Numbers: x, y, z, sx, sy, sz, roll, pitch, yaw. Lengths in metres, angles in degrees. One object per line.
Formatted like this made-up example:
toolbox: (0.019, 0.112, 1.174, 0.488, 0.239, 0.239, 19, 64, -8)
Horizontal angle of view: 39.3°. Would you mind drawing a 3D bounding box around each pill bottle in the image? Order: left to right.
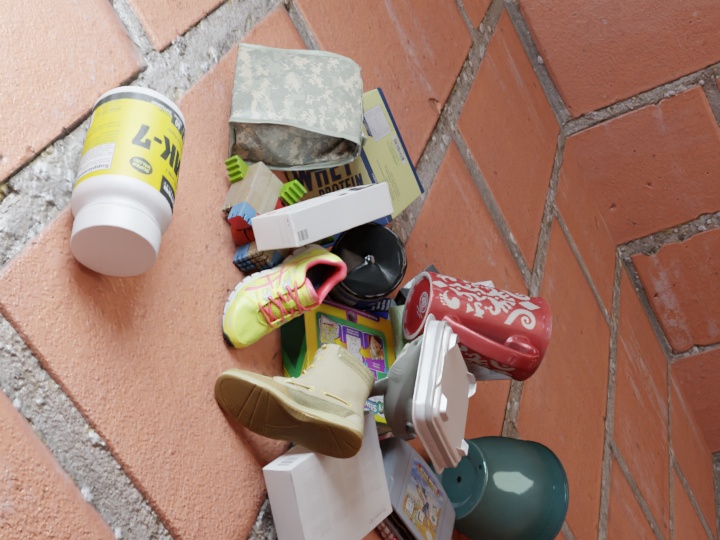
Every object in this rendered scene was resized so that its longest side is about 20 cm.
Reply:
pill bottle: (-0.266, -0.101, 1.149, 0.114, 0.113, 0.202, 43, 37, -43)
pill bottle: (0.000, 0.000, 1.516, 0.200, 0.111, 0.113, 131, -57, -78)

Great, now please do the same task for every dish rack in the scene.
dish rack: (0.121, 0.174, 1.400, 0.201, 0.043, 0.173, 62, 34, -52)

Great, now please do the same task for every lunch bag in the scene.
lunch bag: (-0.090, -0.234, 1.476, 0.118, 0.197, 0.165, 101, -9, -54)

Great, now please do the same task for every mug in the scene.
mug: (0.181, 0.076, 1.519, 0.198, 0.177, 0.135, 17, 78, -16)

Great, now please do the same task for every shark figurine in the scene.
shark figurine: (0.073, 0.204, 1.427, 0.128, 0.089, 0.216, -37, 142, -25)

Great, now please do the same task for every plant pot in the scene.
plant pot: (0.218, 0.370, 1.700, 0.187, 0.199, 0.202, 23, 51, -40)

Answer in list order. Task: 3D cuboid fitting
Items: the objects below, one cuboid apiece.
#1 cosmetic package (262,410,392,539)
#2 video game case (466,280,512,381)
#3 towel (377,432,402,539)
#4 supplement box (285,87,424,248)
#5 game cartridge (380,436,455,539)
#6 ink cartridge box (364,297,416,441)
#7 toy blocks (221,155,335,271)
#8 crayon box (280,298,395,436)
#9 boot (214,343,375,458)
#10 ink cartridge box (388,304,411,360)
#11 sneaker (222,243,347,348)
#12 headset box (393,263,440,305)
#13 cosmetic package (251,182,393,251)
cosmetic package: (-0.038, 0.291, 1.328, 0.199, 0.051, 0.153, -25, 105, -54)
video game case: (0.191, 0.113, 1.803, 0.023, 0.199, 0.184, -33, 105, -38)
towel: (0.023, 0.305, 1.535, 0.201, 0.030, 0.147, 59, 30, -21)
supplement box: (-0.015, -0.172, 1.661, 0.202, 0.133, 0.200, 66, 26, -9)
game cartridge: (0.084, 0.357, 1.544, 0.201, 0.041, 0.134, 55, 36, -26)
ink cartridge box: (0.044, 0.144, 1.667, 0.201, 0.040, 0.201, 54, 31, -30)
toy blocks: (-0.129, -0.049, 1.421, 0.200, 0.099, 0.138, 46, 45, -33)
crayon box: (-0.028, 0.140, 1.479, 0.199, 0.058, 0.174, 22, 54, -44)
boot: (-0.080, 0.149, 1.310, 0.198, 0.073, 0.156, 20, 32, -1)
ink cartridge box: (0.088, 0.163, 1.635, 0.201, 0.047, 0.147, 74, 7, -60)
sneaker: (-0.099, 0.033, 1.341, 0.200, 0.090, 0.079, -42, 121, -25)
headset box: (0.130, 0.079, 1.695, 0.149, 0.075, 0.200, 52, -8, 5)
cosmetic package: (-0.050, -0.077, 1.395, 0.199, 0.082, 0.051, -22, 100, -45)
